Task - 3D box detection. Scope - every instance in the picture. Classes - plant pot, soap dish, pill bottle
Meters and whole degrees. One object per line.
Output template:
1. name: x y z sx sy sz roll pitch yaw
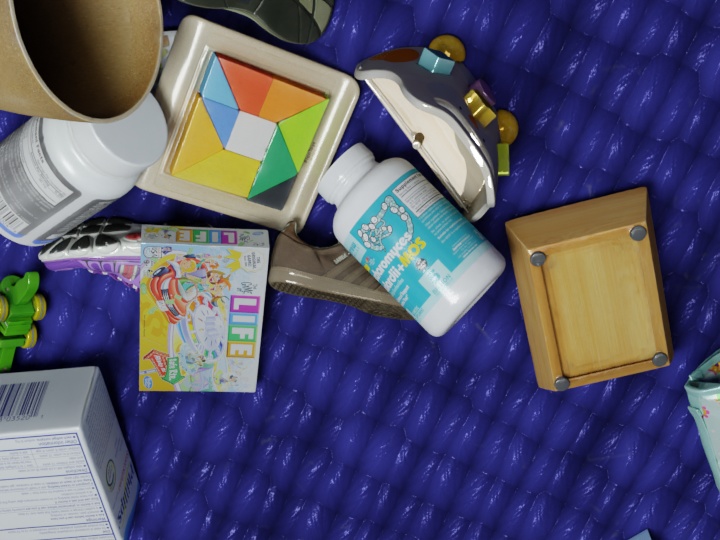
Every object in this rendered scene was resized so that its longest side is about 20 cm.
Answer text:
1. plant pot: -0.305 -0.216 0.909 0.197 0.186 0.190 -1 112 29
2. soap dish: 0.251 0.028 1.119 0.154 0.081 0.203 -13 109 7
3. pill bottle: -0.288 -0.110 1.038 0.198 0.114 0.115 -24 109 37
4. pill bottle: 0.047 -0.038 1.074 0.200 0.111 0.111 45 107 9

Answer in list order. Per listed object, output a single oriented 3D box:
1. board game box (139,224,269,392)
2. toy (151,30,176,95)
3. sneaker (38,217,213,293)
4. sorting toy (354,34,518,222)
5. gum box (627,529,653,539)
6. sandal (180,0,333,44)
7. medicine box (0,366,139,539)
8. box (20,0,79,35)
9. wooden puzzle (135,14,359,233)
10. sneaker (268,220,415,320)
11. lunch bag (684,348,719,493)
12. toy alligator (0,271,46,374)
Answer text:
1. board game box: -0.172 0.045 1.125 0.132 0.034 0.203 1 126 -10
2. toy: -0.250 -0.184 1.082 0.196 0.047 0.117 -4 108 3
3. sneaker: -0.251 -0.005 1.131 0.196 0.081 0.085 2 115 1
4. sorting toy: 0.090 -0.137 1.015 0.106 0.180 0.201 -36 105 14
5. gum box: 0.332 0.442 1.280 0.168 0.045 0.201 -32 106 13
6. sandal: -0.108 -0.281 1.008 0.198 0.057 0.081 12 110 -37
7. medicine box: -0.365 0.222 1.175 0.178 0.104 0.203 -5 126 4
8. box: -0.266 -0.346 0.997 0.147 0.105 0.201 35 107 -9
9. wooden puzzle: -0.119 -0.142 1.074 0.197 0.037 0.187 17 110 -22
10. sneaker: 0.000 0.000 1.125 0.197 0.070 0.077 14 75 -19
11. lunch bag: 0.465 0.159 1.137 0.197 0.122 0.173 -22 108 4
12. toy alligator: -0.407 0.073 1.180 0.054 0.059 0.202 45 121 34
